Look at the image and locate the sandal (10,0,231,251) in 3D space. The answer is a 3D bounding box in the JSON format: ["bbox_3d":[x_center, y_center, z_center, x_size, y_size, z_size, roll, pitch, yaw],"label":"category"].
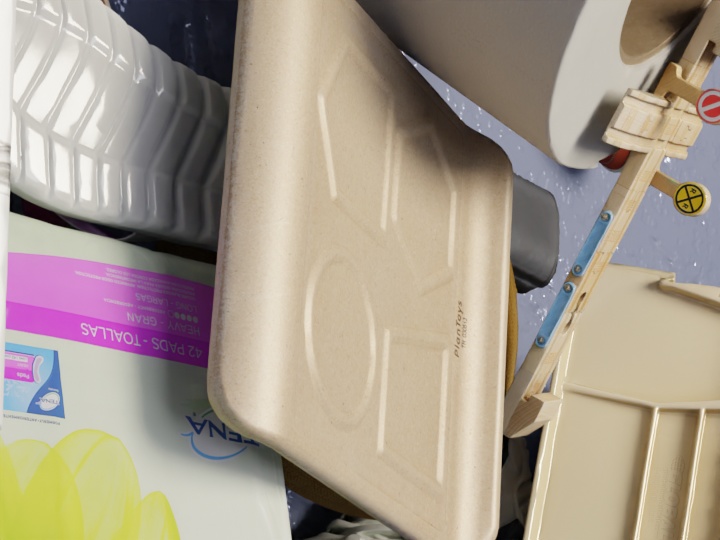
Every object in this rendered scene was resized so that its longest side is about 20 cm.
[{"bbox_3d":[-0.093,-0.047,0.919,0.202,0.050,0.083,27,61,-39],"label":"sandal"}]

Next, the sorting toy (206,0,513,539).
[{"bbox_3d":[0.000,0.000,0.955,0.200,0.036,0.186,36,52,-56],"label":"sorting toy"}]

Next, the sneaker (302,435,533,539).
[{"bbox_3d":[0.004,0.120,1.069,0.129,0.079,0.200,33,71,-52],"label":"sneaker"}]

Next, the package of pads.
[{"bbox_3d":[-0.094,0.085,0.867,0.154,0.068,0.201,15,58,-44],"label":"package of pads"}]

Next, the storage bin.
[{"bbox_3d":[0.129,0.126,1.139,0.200,0.093,0.200,72,28,-66],"label":"storage bin"}]

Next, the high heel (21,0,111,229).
[{"bbox_3d":[-0.139,-0.111,0.964,0.095,0.067,0.201,6,97,-13],"label":"high heel"}]

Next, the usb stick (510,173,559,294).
[{"bbox_3d":[0.026,-0.041,1.154,0.200,0.032,0.056,26,67,-45],"label":"usb stick"}]

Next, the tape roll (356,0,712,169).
[{"bbox_3d":[0.084,-0.162,1.000,0.203,0.139,0.203,-45,160,-22],"label":"tape roll"}]

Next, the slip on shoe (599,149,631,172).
[{"bbox_3d":[0.091,-0.132,1.228,0.061,0.074,0.201,-30,119,-11],"label":"slip on shoe"}]

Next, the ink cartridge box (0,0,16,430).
[{"bbox_3d":[-0.184,-0.044,0.811,0.084,0.146,0.201,8,80,-42],"label":"ink cartridge box"}]

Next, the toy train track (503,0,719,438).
[{"bbox_3d":[0.114,-0.016,1.033,0.201,0.032,0.115,-63,159,11],"label":"toy train track"}]

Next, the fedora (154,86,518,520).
[{"bbox_3d":[-0.021,0.012,1.047,0.200,0.082,0.202,12,72,-42],"label":"fedora"}]
